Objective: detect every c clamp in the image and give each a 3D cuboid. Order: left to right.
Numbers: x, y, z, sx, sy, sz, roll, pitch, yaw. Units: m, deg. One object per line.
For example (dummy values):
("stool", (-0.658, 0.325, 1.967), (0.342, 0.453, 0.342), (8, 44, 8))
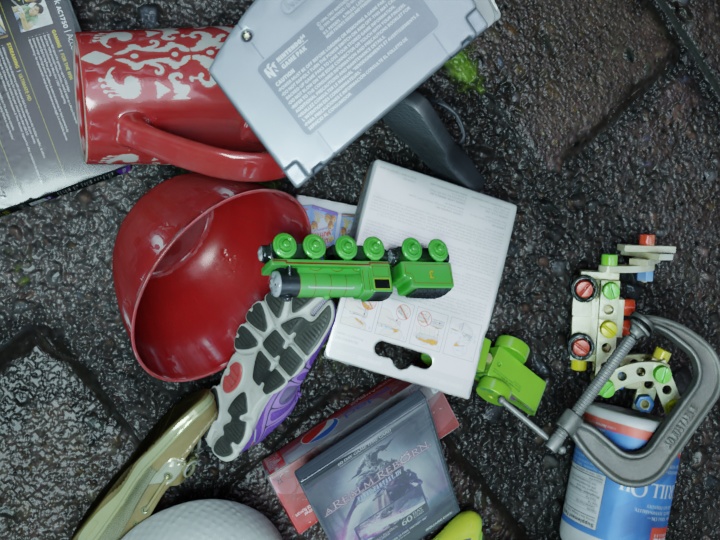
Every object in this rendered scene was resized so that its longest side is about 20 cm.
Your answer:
("c clamp", (0.267, 0.122, 0.834), (0.200, 0.027, 0.171), (-45, 81, -6))

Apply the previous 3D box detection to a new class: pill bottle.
("pill bottle", (0.279, 0.256, 0.892), (0.110, 0.112, 0.205), (11, 89, -14))

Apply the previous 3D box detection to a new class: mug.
("mug", (-0.142, -0.152, 0.712), (0.195, 0.177, 0.137), (-5, 104, -22))

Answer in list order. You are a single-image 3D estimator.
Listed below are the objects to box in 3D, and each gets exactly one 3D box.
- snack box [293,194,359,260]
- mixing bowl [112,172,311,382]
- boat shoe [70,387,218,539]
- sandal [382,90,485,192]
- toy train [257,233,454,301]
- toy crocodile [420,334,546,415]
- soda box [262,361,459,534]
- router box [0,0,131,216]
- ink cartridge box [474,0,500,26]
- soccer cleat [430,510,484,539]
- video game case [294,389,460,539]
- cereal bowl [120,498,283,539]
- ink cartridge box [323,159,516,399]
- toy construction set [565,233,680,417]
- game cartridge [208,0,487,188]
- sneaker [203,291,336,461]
("snack box", (0.020, -0.026, 0.862), (0.195, 0.024, 0.074), (10, 88, -14))
("mixing bowl", (-0.152, -0.012, 0.752), (0.108, 0.201, 0.201), (38, 80, 28))
("boat shoe", (-0.193, 0.199, 0.777), (0.063, 0.073, 0.201), (39, 95, -11))
("sandal", (0.075, -0.133, 0.804), (0.075, 0.200, 0.043), (31, 89, 27))
("toy train", (0.000, 0.000, 0.748), (0.196, 0.042, 0.058), (0, 72, -27))
("toy crocodile", (0.119, 0.090, 0.875), (0.198, 0.061, 0.069), (32, 68, -18))
("soda box", (-0.001, 0.178, 0.842), (0.197, 0.063, 0.071), (-31, 100, -11))
("router box", (-0.316, -0.166, 0.758), (0.146, 0.051, 0.204), (-21, 97, -15))
("ink cartridge box", (0.023, -0.216, 0.767), (0.144, 0.200, 0.085), (-31, 97, -12))
("soccer cleat", (0.058, 0.333, 0.863), (0.083, 0.065, 0.202), (36, 80, 1))
("video game case", (0.024, 0.223, 0.817), (0.141, 0.019, 0.202), (-30, 134, -13))
("cereal bowl", (-0.148, 0.323, 0.767), (0.196, 0.083, 0.205), (-9, 113, -21))
("ink cartridge box", (0.060, 0.009, 0.830), (0.159, 0.050, 0.205), (16, 87, -8))
("toy construction set", (0.293, 0.057, 0.900), (0.128, 0.092, 0.205), (3, 82, 11))
("game cartridge", (-0.014, -0.180, 0.641), (0.199, 0.040, 0.134), (-38, 99, 2))
("sneaker", (-0.083, 0.094, 0.791), (0.081, 0.083, 0.201), (47, 116, 24))
